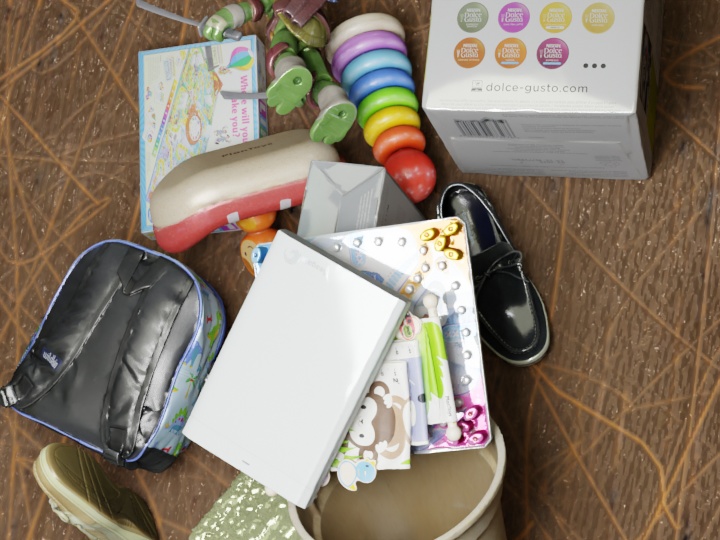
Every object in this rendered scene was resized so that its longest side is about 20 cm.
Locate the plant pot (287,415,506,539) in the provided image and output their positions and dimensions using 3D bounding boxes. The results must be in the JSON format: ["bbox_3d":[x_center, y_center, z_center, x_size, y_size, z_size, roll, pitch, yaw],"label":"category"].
[{"bbox_3d":[0.057,0.247,1.574,0.199,0.184,0.201,-14,36,11],"label":"plant pot"}]

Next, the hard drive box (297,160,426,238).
[{"bbox_3d":[0.000,0.000,1.659,0.076,0.200,0.157,7,78,16],"label":"hard drive box"}]

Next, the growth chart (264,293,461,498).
[{"bbox_3d":[-0.007,0.116,1.508,0.198,0.018,0.146,-17,86,18],"label":"growth chart"}]

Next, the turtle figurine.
[{"bbox_3d":[-0.092,-0.195,1.705,0.198,0.145,0.195,-19,42,-6],"label":"turtle figurine"}]

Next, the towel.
[{"bbox_3d":[-0.063,0.240,1.695,0.148,0.037,0.201,35,80,21],"label":"towel"}]

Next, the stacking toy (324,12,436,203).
[{"bbox_3d":[0.027,-0.154,1.738,0.085,0.085,0.202,-20,64,9],"label":"stacking toy"}]

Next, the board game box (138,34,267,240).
[{"bbox_3d":[-0.164,-0.139,1.825,0.133,0.034,0.202,-6,75,14],"label":"board game box"}]

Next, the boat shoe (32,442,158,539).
[{"bbox_3d":[-0.265,0.228,1.676,0.063,0.201,0.074,-28,60,8],"label":"boat shoe"}]

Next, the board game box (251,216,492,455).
[{"bbox_3d":[0.006,0.065,1.526,0.198,0.026,0.202,-7,89,16],"label":"board game box"}]

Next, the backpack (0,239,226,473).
[{"bbox_3d":[-0.228,0.080,1.728,0.182,0.147,0.202,23,87,20],"label":"backpack"}]

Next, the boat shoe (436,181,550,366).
[{"bbox_3d":[0.125,0.001,1.700,0.074,0.062,0.201,-24,73,6],"label":"boat shoe"}]

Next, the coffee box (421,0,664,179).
[{"bbox_3d":[0.181,-0.213,1.663,0.198,0.200,0.200,3,77,15],"label":"coffee box"}]

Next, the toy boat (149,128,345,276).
[{"bbox_3d":[-0.106,-0.055,1.722,0.198,0.131,0.132,-15,106,-7],"label":"toy boat"}]

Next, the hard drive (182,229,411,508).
[{"bbox_3d":[-0.057,0.084,1.502,0.131,0.026,0.201,29,100,16],"label":"hard drive"}]
